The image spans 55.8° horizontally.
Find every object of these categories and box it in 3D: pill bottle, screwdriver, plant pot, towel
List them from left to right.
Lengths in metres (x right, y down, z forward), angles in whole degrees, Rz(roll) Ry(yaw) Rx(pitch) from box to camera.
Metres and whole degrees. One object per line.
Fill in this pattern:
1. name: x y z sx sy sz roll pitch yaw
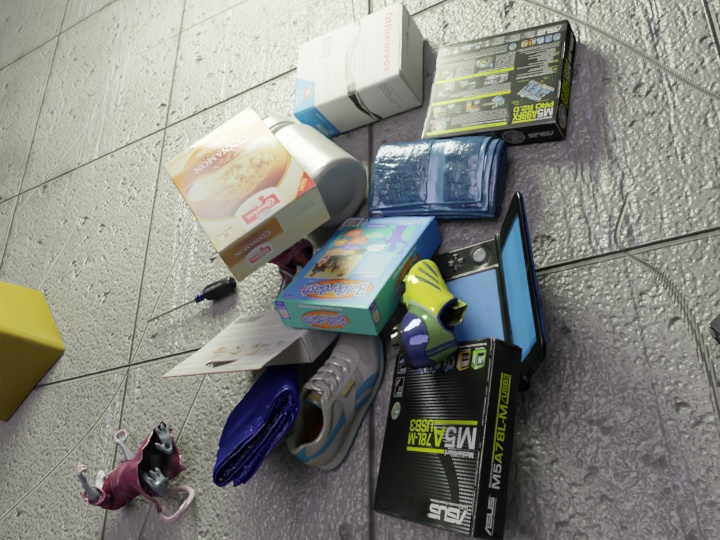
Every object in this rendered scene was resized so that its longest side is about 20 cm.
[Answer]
1. plant pot: -0.728 0.133 1.295 0.196 0.199 0.194 -49 51 5
2. screwdriver: -0.287 0.058 1.144 0.198 0.028 0.029 -28 84 23
3. towel: -0.127 0.193 0.894 0.148 0.049 0.200 -49 10 1
4. pill bottle: -0.088 -0.160 1.052 0.115 0.114 0.200 -50 50 3
5. towel: 0.102 -0.127 0.939 0.197 0.048 0.114 3 83 36

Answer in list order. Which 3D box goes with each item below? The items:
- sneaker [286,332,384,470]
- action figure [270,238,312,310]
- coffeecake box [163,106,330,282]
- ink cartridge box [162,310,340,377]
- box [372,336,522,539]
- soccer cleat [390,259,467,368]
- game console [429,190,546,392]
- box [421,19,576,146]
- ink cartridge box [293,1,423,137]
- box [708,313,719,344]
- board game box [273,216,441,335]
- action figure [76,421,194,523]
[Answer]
1. sneaker: -0.031 0.155 0.887 0.076 0.081 0.203 9 73 38
2. action figure: -0.127 -0.040 1.018 0.198 0.135 0.150 27 66 23
3. coffeecake box: -0.158 -0.109 0.932 0.152 0.073 0.201 -35 55 -7
4. ink cartridge box: -0.143 0.110 0.928 0.198 0.045 0.176 -10 20 38
5. box: 0.091 0.182 0.755 0.199 0.047 0.197 -20 55 61
6. soccer cleat: 0.088 0.045 0.792 0.082 0.066 0.201 -16 23 18
7. game console: 0.140 0.037 0.803 0.168 0.118 0.203 -16 60 27
8. box: 0.192 -0.252 0.952 0.197 0.044 0.163 -1 69 34
9. ink cartridge box: -0.002 -0.314 1.085 0.197 0.084 0.147 -12 62 29
10. box: 0.459 0.040 0.628 0.200 0.050 0.158 -45 51 8
11. board game box: 0.000 0.000 0.901 0.150 0.046 0.200 3 37 35
12. action figure: -0.343 0.317 1.035 0.199 0.134 0.150 -36 95 30
